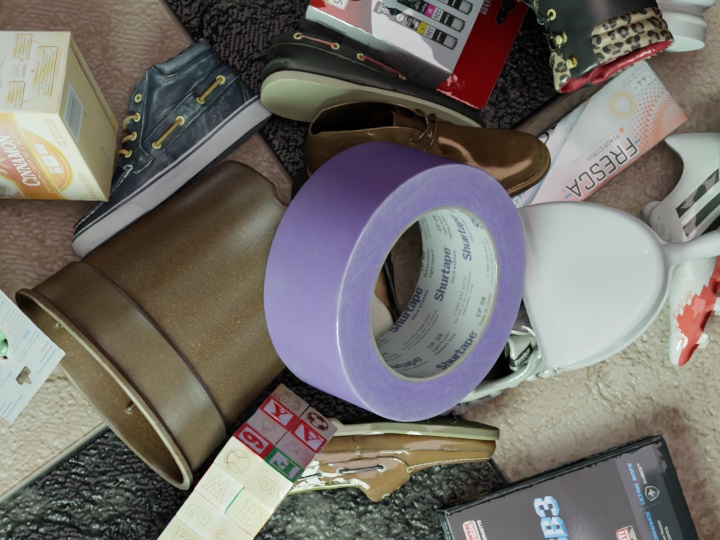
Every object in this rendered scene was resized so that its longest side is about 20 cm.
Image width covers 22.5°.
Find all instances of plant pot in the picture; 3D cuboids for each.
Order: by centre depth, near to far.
[{"bbox_3d":[-0.129,0.031,1.415,0.198,0.200,0.200,-42,91,-17],"label":"plant pot"}]

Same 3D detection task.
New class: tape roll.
[{"bbox_3d":[0.029,0.008,1.375,0.200,0.085,0.200,-16,115,-39],"label":"tape roll"}]

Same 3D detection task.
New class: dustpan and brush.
[{"bbox_3d":[0.225,-0.006,1.470,0.200,0.057,0.140,-17,78,1],"label":"dustpan and brush"}]

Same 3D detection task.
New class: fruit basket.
[{"bbox_3d":[-0.315,0.018,1.394,0.200,0.185,0.094,40,59,-4],"label":"fruit basket"}]

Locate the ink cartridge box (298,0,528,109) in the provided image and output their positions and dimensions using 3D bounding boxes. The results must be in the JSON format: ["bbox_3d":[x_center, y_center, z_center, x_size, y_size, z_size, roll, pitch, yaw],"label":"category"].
[{"bbox_3d":[0.070,-0.261,1.511,0.175,0.084,0.200,24,82,-5],"label":"ink cartridge box"}]

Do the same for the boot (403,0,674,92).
[{"bbox_3d":[0.136,-0.211,1.413,0.200,0.073,0.151,-21,82,5],"label":"boot"}]

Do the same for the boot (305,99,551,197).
[{"bbox_3d":[0.054,-0.097,1.456,0.200,0.076,0.074,-1,51,2],"label":"boot"}]

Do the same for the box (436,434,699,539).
[{"bbox_3d":[0.187,0.260,1.501,0.198,0.050,0.200,-17,87,-10],"label":"box"}]

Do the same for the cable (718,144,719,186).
[{"bbox_3d":[0.377,-0.073,1.502,0.200,0.069,0.200,0,80,-41],"label":"cable"}]

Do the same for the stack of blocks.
[{"bbox_3d":[-0.109,0.195,1.411,0.059,0.115,0.200,38,113,2],"label":"stack of blocks"}]

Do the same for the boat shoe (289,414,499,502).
[{"bbox_3d":[0.013,0.153,1.480,0.200,0.072,0.068,1,89,2],"label":"boat shoe"}]

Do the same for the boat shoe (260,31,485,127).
[{"bbox_3d":[0.015,-0.145,1.498,0.201,0.074,0.063,16,55,-16],"label":"boat shoe"}]

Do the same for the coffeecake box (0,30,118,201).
[{"bbox_3d":[-0.303,-0.117,1.385,0.200,0.154,0.073,2,68,8],"label":"coffeecake box"}]

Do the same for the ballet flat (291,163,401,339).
[{"bbox_3d":[0.000,0.000,1.487,0.068,0.068,0.200,-22,88,-8],"label":"ballet flat"}]

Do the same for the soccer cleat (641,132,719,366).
[{"bbox_3d":[0.274,-0.021,1.531,0.085,0.069,0.200,13,88,13],"label":"soccer cleat"}]

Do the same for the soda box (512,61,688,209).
[{"bbox_3d":[0.175,-0.091,1.521,0.200,0.064,0.068,-38,91,-10],"label":"soda box"}]

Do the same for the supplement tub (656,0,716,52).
[{"bbox_3d":[0.230,-0.288,1.500,0.144,0.145,0.200,4,90,-7],"label":"supplement tub"}]

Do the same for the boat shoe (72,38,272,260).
[{"bbox_3d":[-0.174,-0.099,1.476,0.200,0.071,0.091,-41,89,-15],"label":"boat shoe"}]

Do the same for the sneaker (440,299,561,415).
[{"bbox_3d":[0.141,0.057,1.492,0.200,0.081,0.075,-29,88,-17],"label":"sneaker"}]
